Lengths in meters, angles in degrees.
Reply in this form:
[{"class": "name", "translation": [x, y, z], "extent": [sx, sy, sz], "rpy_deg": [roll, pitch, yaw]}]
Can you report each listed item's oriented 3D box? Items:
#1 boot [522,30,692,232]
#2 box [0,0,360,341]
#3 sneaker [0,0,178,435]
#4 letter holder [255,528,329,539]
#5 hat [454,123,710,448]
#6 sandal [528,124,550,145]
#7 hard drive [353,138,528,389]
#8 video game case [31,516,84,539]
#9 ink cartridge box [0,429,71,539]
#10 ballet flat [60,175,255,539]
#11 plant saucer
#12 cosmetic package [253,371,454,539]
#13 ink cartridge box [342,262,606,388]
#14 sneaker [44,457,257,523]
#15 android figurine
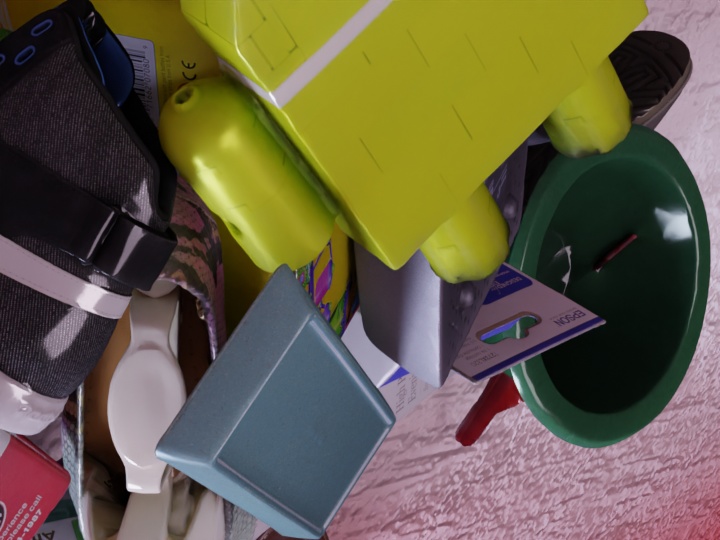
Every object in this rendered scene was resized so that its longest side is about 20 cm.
[{"class": "boot", "translation": [0.144, -0.028, 1.127], "extent": [0.182, 0.073, 0.200], "rpy_deg": [-40, 138, -9]}, {"class": "box", "translation": [-0.047, -0.086, 0.693], "extent": [0.193, 0.122, 0.200], "rpy_deg": [-60, 157, -48]}, {"class": "sneaker", "translation": [-0.135, -0.054, 0.566], "extent": [0.112, 0.200, 0.073], "rpy_deg": [-50, 169, 5]}, {"class": "letter holder", "translation": [-0.038, 0.202, 1.018], "extent": [0.142, 0.100, 0.200], "rpy_deg": [-51, 148, -20]}, {"class": "hat", "translation": [0.081, 0.011, 1.051], "extent": [0.165, 0.176, 0.201], "rpy_deg": [10, 90, -41]}, {"class": "sandal", "translation": [0.075, -0.161, 0.864], "extent": [0.076, 0.043, 0.201], "rpy_deg": [-22, 99, -50]}, {"class": "hard drive", "translation": [0.034, -0.072, 0.687], "extent": [0.135, 0.042, 0.200], "rpy_deg": [-60, 156, -51]}, {"class": "video game case", "translation": [-0.153, 0.171, 0.779], "extent": [0.182, 0.022, 0.200], "rpy_deg": [-10, 142, -20]}, {"class": "ink cartridge box", "translation": [-0.223, 0.057, 0.582], "extent": [0.145, 0.145, 0.200], "rpy_deg": [-53, 149, -10]}, {"class": "ballet flat", "translation": [-0.073, 0.059, 0.638], "extent": [0.071, 0.069, 0.200], "rpy_deg": [-92, -178, -51]}, {"class": "plant saucer", "translation": [-0.021, 0.055, 0.641], "extent": [0.070, 0.019, 0.200], "rpy_deg": [-56, 165, -8]}, {"class": "cosmetic package", "translation": [-0.026, 0.045, 0.935], "extent": [0.200, 0.074, 0.102], "rpy_deg": [-39, 142, -35]}, {"class": "ink cartridge box", "translation": [0.000, 0.000, 0.812], "extent": [0.095, 0.200, 0.037], "rpy_deg": [-21, 131, -46]}, {"class": "sneaker", "translation": [-0.122, 0.138, 0.841], "extent": [0.200, 0.078, 0.140], "rpy_deg": [-17, 145, -9]}, {"class": "android figurine", "translation": [0.018, -0.083, 0.559], "extent": [0.182, 0.041, 0.200], "rpy_deg": [-46, 137, -6]}]
